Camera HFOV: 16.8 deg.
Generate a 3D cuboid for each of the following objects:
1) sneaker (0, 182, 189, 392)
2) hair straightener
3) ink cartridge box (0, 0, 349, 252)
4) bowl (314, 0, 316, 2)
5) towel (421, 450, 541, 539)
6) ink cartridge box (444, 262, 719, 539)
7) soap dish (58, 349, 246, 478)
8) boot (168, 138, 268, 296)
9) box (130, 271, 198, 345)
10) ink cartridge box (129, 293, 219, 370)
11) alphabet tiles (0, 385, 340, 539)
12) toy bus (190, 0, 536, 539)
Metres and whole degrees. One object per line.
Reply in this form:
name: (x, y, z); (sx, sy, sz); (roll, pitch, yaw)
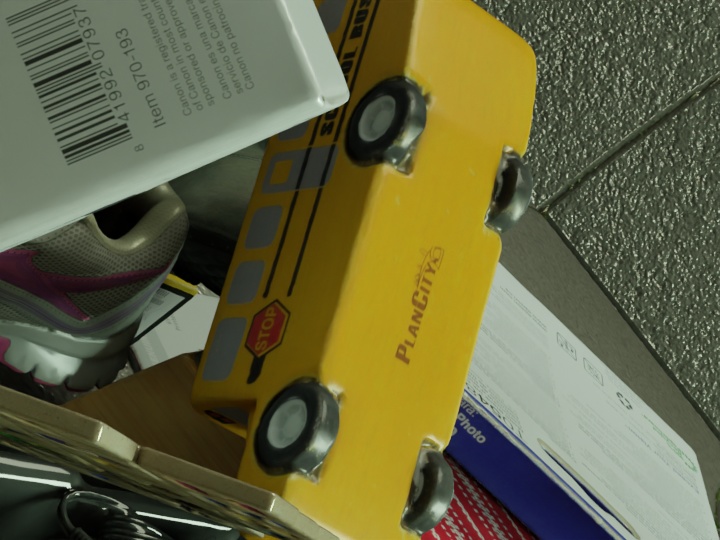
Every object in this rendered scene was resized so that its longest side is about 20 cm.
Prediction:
sneaker: (-0.140, -0.022, 0.821); (0.200, 0.088, 0.081); (10, 38, -47)
hair straightener: (-0.083, 0.087, 0.758); (0.200, 0.041, 0.077); (26, 24, -37)
ink cartridge box: (-0.123, -0.076, 0.695); (0.083, 0.199, 0.146); (-52, 120, -83)
bowl: (-0.096, -0.110, 0.871); (0.201, 0.201, 0.091); (42, 45, -39)
towel: (0.044, 0.099, 0.915); (0.200, 0.022, 0.145); (27, 25, -55)
ink cartridge box: (0.068, 0.064, 0.954); (0.200, 0.041, 0.200); (43, 14, -15)
soap dish: (-0.023, 0.097, 0.932); (0.158, 0.081, 0.200); (51, 17, 11)
boot: (-0.031, -0.053, 0.944); (0.068, 0.131, 0.200); (38, -5, -25)
box: (-0.169, -0.066, 1.042); (0.200, 0.049, 0.160); (54, 12, 21)
ink cartridge box: (-0.026, 0.092, 1.116); (0.173, 0.044, 0.200); (10, 35, -36)
alphabet tiles: (-0.087, 0.040, 0.619); (0.166, 0.006, 0.200); (19, -9, 11)
toy bus: (0.000, 0.000, 0.813); (0.078, 0.201, 0.065); (-5, -28, 47)
